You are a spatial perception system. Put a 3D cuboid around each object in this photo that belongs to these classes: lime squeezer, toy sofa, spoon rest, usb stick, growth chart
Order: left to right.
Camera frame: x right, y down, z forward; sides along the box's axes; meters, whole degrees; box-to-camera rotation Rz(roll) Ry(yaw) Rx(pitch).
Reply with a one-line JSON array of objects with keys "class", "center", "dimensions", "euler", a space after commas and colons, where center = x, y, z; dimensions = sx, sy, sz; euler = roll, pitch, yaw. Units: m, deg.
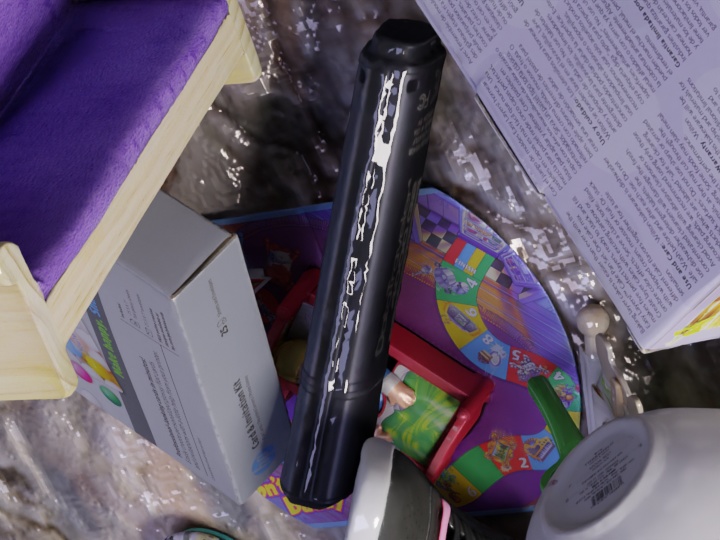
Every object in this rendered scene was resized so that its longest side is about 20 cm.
[{"class": "toy sofa", "center": [-0.114, -0.052, 0.948], "dimensions": [0.083, 0.200, 0.098], "euler": [-1, 128, 25]}, {"class": "usb stick", "center": [0.000, 0.000, 1.075], "dimensions": [0.033, 0.055, 0.200], "euler": [16, 110, 13]}, {"class": "lime squeezer", "center": [0.096, 0.101, 1.027], "dimensions": [0.038, 0.200, 0.071], "euler": [-26, 143, 10]}, {"class": "growth chart", "center": [0.118, 0.116, 1.052], "dimensions": [0.018, 0.200, 0.145], "euler": [-11, 128, -8]}, {"class": "spoon rest", "center": [0.136, 0.062, 0.937], "dimensions": [0.200, 0.099, 0.061], "euler": [-39, 115, 22]}]

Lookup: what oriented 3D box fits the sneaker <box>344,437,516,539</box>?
[{"class": "sneaker", "center": [0.049, 0.122, 1.111], "dimensions": [0.099, 0.071, 0.200], "euler": [10, 160, 13]}]

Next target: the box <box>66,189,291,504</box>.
[{"class": "box", "center": [-0.122, -0.005, 1.111], "dimensions": [0.200, 0.041, 0.156], "euler": [33, 156, 27]}]

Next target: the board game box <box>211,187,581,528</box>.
[{"class": "board game box", "center": [-0.006, 0.050, 1.148], "dimensions": [0.200, 0.039, 0.158], "euler": [-7, 115, 32]}]

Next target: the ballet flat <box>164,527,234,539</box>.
[{"class": "ballet flat", "center": [-0.024, 0.201, 1.237], "dimensions": [0.200, 0.072, 0.072], "euler": [43, 130, -2]}]

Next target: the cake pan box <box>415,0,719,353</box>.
[{"class": "cake pan box", "center": [0.113, -0.102, 0.930], "dimensions": [0.184, 0.052, 0.200], "euler": [-48, 64, 36]}]
